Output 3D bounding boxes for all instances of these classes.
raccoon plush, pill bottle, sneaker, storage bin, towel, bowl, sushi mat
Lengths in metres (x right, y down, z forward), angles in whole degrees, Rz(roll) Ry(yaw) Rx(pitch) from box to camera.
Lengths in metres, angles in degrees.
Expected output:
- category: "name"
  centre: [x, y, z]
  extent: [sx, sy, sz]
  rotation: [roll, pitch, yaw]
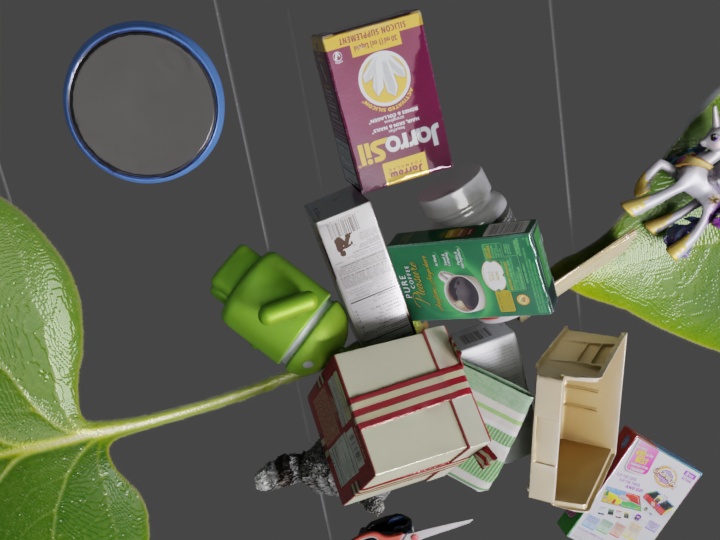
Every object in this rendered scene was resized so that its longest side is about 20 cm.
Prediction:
- category: "raccoon plush"
  centre: [-0.045, 0.311, 1.163]
  extent: [0.199, 0.134, 0.097]
  rotation: [-27, 111, -3]
- category: "pill bottle"
  centre: [0.166, -0.038, 1.117]
  extent: [0.114, 0.114, 0.201]
  rotation: [-31, 109, -1]
- category: "sneaker"
  centre: [0.090, 0.438, 1.260]
  extent: [0.199, 0.073, 0.113]
  rotation: [9, 105, -12]
- category: "storage bin"
  centre: [0.311, 0.207, 1.171]
  extent: [0.093, 0.198, 0.201]
  rotation: [9, 109, 26]
- category: "towel"
  centre: [0.148, 0.219, 1.168]
  extent: [0.152, 0.023, 0.201]
  rotation: [26, 124, 17]
- category: "bowl"
  centre: [-0.270, -0.207, 1.018]
  extent: [0.199, 0.039, 0.202]
  rotation: [-3, 107, -11]
- category: "sushi mat"
  centre: [0.310, 0.010, 1.180]
  extent: [0.199, 0.096, 0.012]
  rotation: [-34, 74, -1]

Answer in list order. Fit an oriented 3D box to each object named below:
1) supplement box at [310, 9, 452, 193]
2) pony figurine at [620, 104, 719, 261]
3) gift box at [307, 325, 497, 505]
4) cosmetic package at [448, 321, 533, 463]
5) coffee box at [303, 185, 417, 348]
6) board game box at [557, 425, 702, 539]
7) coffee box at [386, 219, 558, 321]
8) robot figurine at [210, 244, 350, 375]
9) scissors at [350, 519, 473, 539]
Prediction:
- category: "supplement box"
  centre: [0.026, -0.217, 1.042]
  extent: [0.130, 0.103, 0.201]
  rotation: [-18, 109, -7]
- category: "pony figurine"
  centre: [0.500, -0.112, 1.160]
  extent: [0.193, 0.167, 0.200]
  rotation: [42, 110, -12]
- category: "gift box"
  centre: [0.060, 0.188, 1.046]
  extent: [0.186, 0.200, 0.186]
  rotation: [-11, 71, -24]
- category: "cosmetic package"
  centre: [0.194, 0.184, 1.209]
  extent: [0.101, 0.071, 0.201]
  rotation: [-18, 108, -6]
- category: "coffee box"
  centre: [0.000, 0.000, 1.095]
  extent: [0.079, 0.113, 0.201]
  rotation: [-22, 110, -4]
- category: "board game box"
  centre: [0.440, 0.373, 1.331]
  extent: [0.153, 0.040, 0.201]
  rotation: [30, 98, -18]
- category: "coffee box"
  centre: [0.142, 0.002, 1.052]
  extent: [0.199, 0.044, 0.124]
  rotation: [-6, 119, 30]
- category: "robot figurine"
  centre: [-0.101, 0.056, 1.072]
  extent: [0.200, 0.176, 0.116]
  rotation: [37, 67, 1]
- category: "scissors"
  centre: [0.066, 0.395, 1.209]
  extent: [0.199, 0.014, 0.073]
  rotation: [-33, 95, 11]
